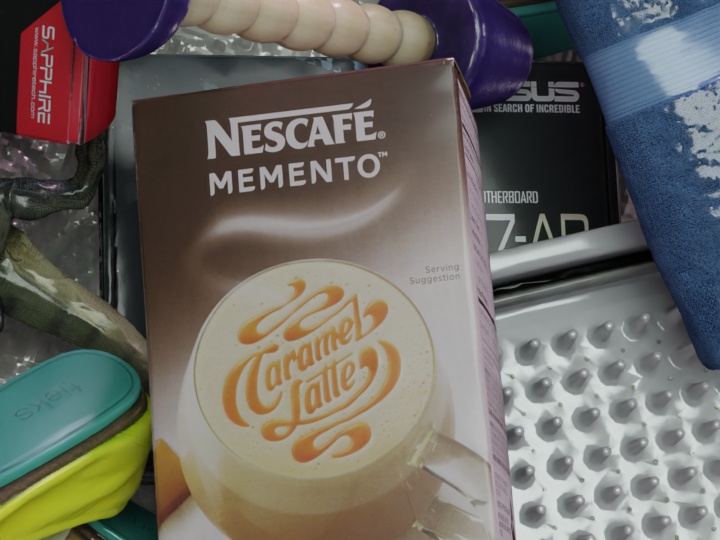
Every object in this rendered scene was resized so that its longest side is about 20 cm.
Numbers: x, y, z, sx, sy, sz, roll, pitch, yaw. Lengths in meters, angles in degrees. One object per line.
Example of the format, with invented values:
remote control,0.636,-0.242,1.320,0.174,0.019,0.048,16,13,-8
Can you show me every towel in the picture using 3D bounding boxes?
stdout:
towel,0.136,-0.072,0.796,0.112,0.049,0.200,-21,91,-14

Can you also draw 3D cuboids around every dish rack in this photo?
dish rack,0.111,0.083,0.816,0.171,0.044,0.200,-13,80,-12

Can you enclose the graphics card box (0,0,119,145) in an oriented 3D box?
graphics card box,-0.178,-0.121,0.771,0.200,0.051,0.126,9,109,11

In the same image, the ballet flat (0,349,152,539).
ballet flat,-0.149,0.087,0.729,0.200,0.067,0.067,-22,45,-39

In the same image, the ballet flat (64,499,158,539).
ballet flat,-0.032,0.147,0.821,0.200,0.069,0.063,28,101,1

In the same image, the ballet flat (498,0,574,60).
ballet flat,0.110,-0.125,0.902,0.200,0.071,0.065,-6,63,-14

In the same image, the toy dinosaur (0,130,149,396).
toy dinosaur,-0.137,-0.022,0.811,0.200,0.047,0.088,24,82,3

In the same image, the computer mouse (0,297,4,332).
computer mouse,-0.192,0.081,0.785,0.110,0.044,0.200,8,104,-16

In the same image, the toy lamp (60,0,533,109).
toy lamp,-0.012,-0.087,0.778,0.200,0.058,0.058,6,71,-51

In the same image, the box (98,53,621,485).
box,0.000,0.000,0.862,0.200,0.044,0.160,1,77,-9

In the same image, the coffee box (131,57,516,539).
coffee box,-0.010,0.040,0.754,0.114,0.080,0.200,-7,78,8
